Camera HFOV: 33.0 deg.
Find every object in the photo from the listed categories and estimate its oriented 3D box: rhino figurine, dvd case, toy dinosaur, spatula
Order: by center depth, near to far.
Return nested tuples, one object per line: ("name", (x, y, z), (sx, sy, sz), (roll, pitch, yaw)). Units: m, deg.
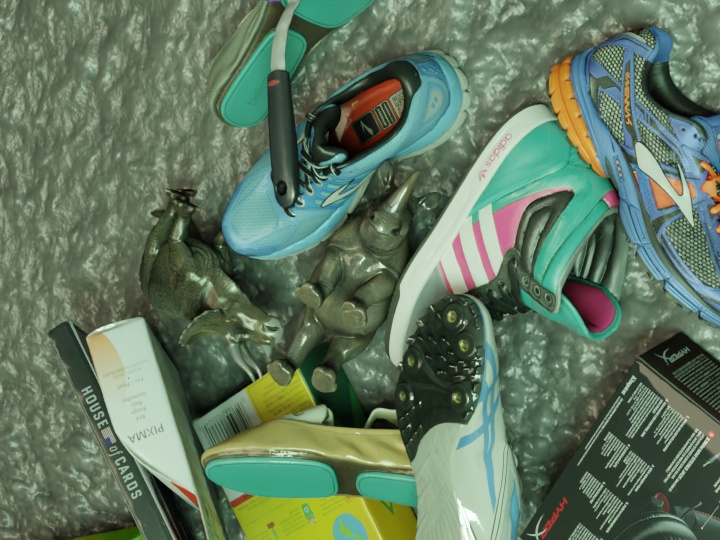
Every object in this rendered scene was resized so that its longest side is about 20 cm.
("spatula", (-0.049, -0.140, 0.774), (0.056, 0.020, 0.204), (-8, 77, 40))
("rhino figurine", (0.000, 0.000, 0.802), (0.059, 0.088, 0.201), (34, 137, 6))
("toy dinosaur", (-0.133, -0.004, 0.896), (0.199, 0.076, 0.104), (27, 101, 46))
("dvd case", (-0.183, 0.144, 0.964), (0.024, 0.150, 0.202), (-27, 81, -7))

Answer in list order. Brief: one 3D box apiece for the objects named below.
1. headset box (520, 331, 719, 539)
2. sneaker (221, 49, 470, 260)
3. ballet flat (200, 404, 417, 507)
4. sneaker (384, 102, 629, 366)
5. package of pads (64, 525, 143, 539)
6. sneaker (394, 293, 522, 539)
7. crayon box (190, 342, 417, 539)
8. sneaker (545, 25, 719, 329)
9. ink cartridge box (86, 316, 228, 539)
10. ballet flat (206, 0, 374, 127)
("headset box", (0.214, 0.160, 0.707), (0.199, 0.075, 0.150), (40, 120, 23))
("sneaker", (-0.025, -0.081, 0.803), (0.199, 0.090, 0.079), (-39, 76, 21))
("ballet flat", (-0.008, 0.124, 0.831), (0.196, 0.064, 0.069), (7, 144, 2))
("sneaker", (0.101, 0.013, 0.760), (0.121, 0.083, 0.202), (46, 121, 31))
("package of pads", (-0.225, 0.309, 1.043), (0.198, 0.068, 0.156), (-18, 103, 37))
("sneaker", (0.067, 0.111, 0.754), (0.071, 0.072, 0.204), (11, 108, 44))
("crayon box", (-0.033, 0.173, 0.904), (0.126, 0.050, 0.202), (-33, 79, 35))
("sneaker", (0.183, -0.052, 0.691), (0.078, 0.075, 0.202), (-37, 79, 31))
("ink cartridge box", (-0.140, 0.153, 0.900), (0.049, 0.163, 0.203), (-16, 72, -4))
("ballet flat", (-0.045, -0.183, 0.838), (0.200, 0.067, 0.064), (-45, 43, 31))
